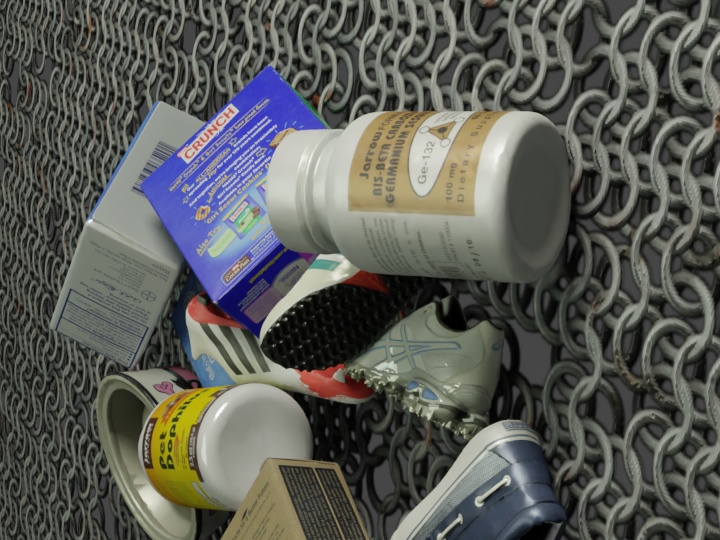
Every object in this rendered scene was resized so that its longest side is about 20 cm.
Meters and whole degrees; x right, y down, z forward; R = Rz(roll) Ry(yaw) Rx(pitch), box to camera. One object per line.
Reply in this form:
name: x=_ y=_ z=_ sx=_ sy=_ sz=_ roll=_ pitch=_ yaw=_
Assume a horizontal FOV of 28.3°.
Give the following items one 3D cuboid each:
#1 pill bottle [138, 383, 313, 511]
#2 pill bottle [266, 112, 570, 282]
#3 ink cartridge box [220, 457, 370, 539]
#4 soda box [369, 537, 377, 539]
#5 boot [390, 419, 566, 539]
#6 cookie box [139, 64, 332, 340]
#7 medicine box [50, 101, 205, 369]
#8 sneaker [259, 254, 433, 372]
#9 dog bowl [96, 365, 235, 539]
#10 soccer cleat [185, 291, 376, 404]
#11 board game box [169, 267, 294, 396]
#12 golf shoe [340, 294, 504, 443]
pill bottle: x=-0.130 y=0.160 z=1.286 sx=0.199 sy=0.108 sz=0.111 roll=-14 pitch=78 yaw=60
pill bottle: x=0.038 y=-0.054 z=1.013 sx=0.198 sy=0.114 sz=0.116 roll=4 pitch=93 yaw=33
ink cartridge box: x=-0.061 y=0.280 z=1.163 sx=0.201 sy=0.074 sz=0.165 roll=-61 pitch=37 yaw=32
soda box: x=-0.058 y=0.285 z=1.301 sx=0.200 sy=0.068 sz=0.064 roll=-26 pitch=67 yaw=56
boot: x=0.080 y=0.208 z=1.054 sx=0.091 sy=0.072 sz=0.201 roll=-109 pitch=35 yaw=-45
cookie box: x=-0.084 y=-0.065 z=1.269 sx=0.171 sy=0.075 sz=0.200 roll=-42 pitch=43 yaw=4
medicine box: x=-0.221 y=-0.034 z=1.464 sx=0.200 sy=0.102 sz=0.183 roll=-56 pitch=10 yaw=49
sneaker: x=0.000 y=-0.001 z=1.155 sx=0.199 sy=0.070 sz=0.094 roll=-42 pitch=22 yaw=15
dog bowl: x=-0.194 y=0.188 z=1.483 sx=0.200 sy=0.073 sz=0.202 roll=34 pitch=135 yaw=43
soccer cleat: x=-0.072 y=0.080 z=1.279 sx=0.199 sy=0.069 sz=0.086 roll=24 pitch=126 yaw=21
board game box: x=-0.109 y=0.037 z=1.402 sx=0.201 sy=0.043 sz=0.200 roll=56 pitch=132 yaw=43
golf shoe: x=0.051 y=0.064 z=1.138 sx=0.199 sy=0.078 sz=0.098 roll=20 pitch=85 yaw=57
